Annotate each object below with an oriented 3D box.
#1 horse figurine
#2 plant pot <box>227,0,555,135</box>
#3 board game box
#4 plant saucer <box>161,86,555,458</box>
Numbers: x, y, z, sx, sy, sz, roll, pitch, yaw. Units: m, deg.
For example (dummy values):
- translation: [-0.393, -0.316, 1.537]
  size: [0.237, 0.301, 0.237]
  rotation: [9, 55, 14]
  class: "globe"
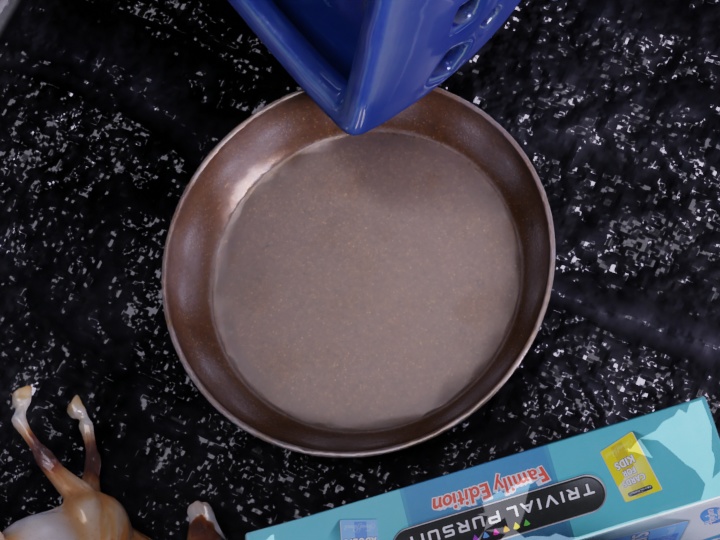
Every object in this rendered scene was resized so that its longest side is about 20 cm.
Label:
- translation: [-0.164, 0.122, 0.952]
  size: [0.199, 0.050, 0.133]
  rotation: [-11, 60, -41]
  class: "horse figurine"
- translation: [0.022, -0.223, 0.994]
  size: [0.179, 0.200, 0.200]
  rotation: [-28, 64, -27]
  class: "plant pot"
- translation: [0.066, 0.130, 0.883]
  size: [0.199, 0.151, 0.047]
  rotation: [-18, 63, 5]
  class: "board game box"
- translation: [0.000, 0.000, 1.010]
  size: [0.199, 0.035, 0.201]
  rotation: [-4, 70, 10]
  class: "plant saucer"
